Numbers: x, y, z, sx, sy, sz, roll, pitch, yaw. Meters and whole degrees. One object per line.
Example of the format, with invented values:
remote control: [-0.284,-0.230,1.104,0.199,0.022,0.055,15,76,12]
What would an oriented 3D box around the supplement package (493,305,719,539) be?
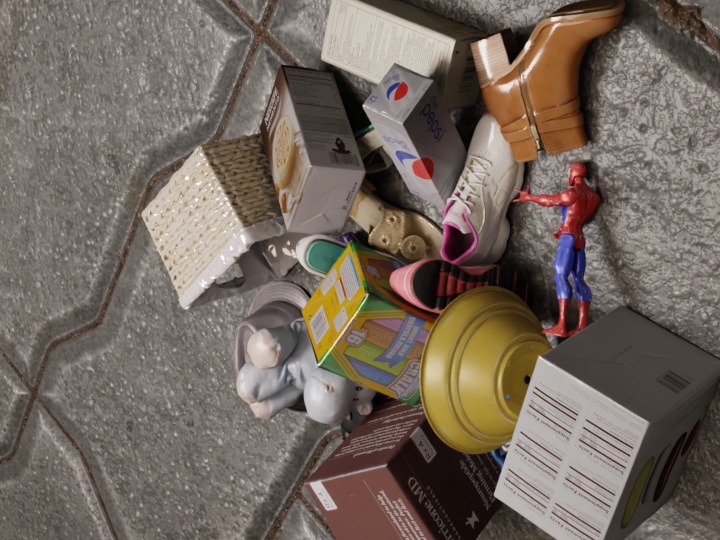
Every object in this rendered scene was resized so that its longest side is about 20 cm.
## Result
supplement package: [0.281,0.182,1.411,0.146,0.190,0.202,32,125,29]

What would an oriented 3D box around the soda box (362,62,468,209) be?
soda box: [0.073,-0.156,1.488,0.063,0.069,0.200,29,165,31]

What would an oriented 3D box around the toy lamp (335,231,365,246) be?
toy lamp: [0.017,0.044,1.700,0.058,0.058,0.202,-28,85,44]

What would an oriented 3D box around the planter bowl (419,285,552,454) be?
planter bowl: [0.171,0.123,1.454,0.083,0.199,0.203,9,111,53]

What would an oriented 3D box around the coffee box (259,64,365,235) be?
coffee box: [-0.065,-0.158,1.619,0.201,0.079,0.115,-108,31,-41]

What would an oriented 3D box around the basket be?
basket: [-0.165,-0.076,1.727,0.200,0.197,0.162,-40,76,44]

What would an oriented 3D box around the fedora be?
fedora: [-0.129,0.125,1.839,0.176,0.090,0.202,-6,101,43]

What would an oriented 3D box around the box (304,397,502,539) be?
box: [0.071,0.271,1.611,0.163,0.200,0.167,-22,105,44]

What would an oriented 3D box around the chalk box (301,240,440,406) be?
chalk box: [0.047,0.075,1.574,0.124,0.199,0.125,-55,29,22]

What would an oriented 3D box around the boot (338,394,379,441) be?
boot: [0.024,0.258,1.752,0.164,0.065,0.202,17,114,52]

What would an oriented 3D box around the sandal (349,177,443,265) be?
sandal: [0.025,-0.055,1.647,0.211,0.069,0.078,40,128,25]

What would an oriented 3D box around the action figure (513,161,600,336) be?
action figure: [0.229,-0.027,1.460,0.099,0.065,0.203,7,90,53]

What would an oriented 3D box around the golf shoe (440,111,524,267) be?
golf shoe: [0.145,-0.092,1.510,0.075,0.091,0.202,23,118,36]

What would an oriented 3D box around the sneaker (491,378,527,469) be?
sneaker: [0.186,0.185,1.565,0.073,0.082,0.202,-25,91,14]

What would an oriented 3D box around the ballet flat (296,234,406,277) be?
ballet flat: [0.000,0.000,1.635,0.069,0.199,0.070,-42,36,40]

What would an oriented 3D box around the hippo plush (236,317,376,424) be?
hippo plush: [-0.054,0.151,1.694,0.160,0.199,0.161,31,128,25]

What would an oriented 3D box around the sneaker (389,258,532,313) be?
sneaker: [0.123,0.022,1.519,0.086,0.198,0.075,4,82,58]

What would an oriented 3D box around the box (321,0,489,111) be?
box: [0.053,-0.275,1.534,0.199,0.077,0.096,30,121,32]

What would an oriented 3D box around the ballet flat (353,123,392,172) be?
ballet flat: [0.034,-0.167,1.598,0.063,0.067,0.200,59,151,-6]

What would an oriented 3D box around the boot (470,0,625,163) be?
boot: [0.227,-0.211,1.406,0.198,0.077,0.157,-16,103,31]
